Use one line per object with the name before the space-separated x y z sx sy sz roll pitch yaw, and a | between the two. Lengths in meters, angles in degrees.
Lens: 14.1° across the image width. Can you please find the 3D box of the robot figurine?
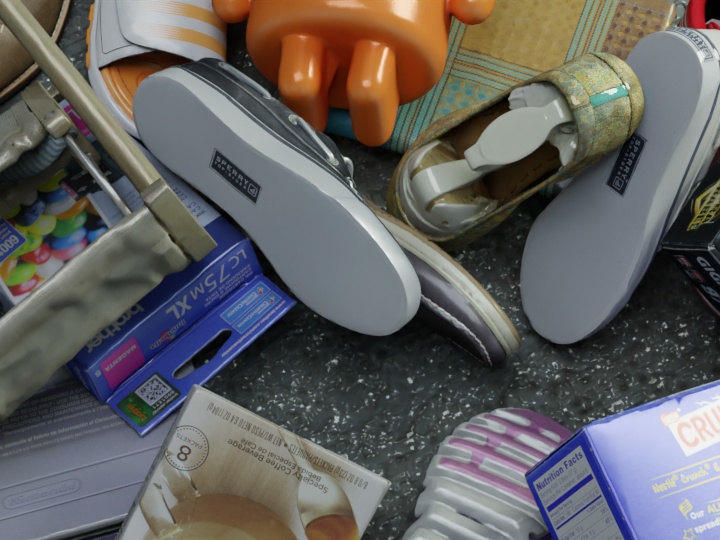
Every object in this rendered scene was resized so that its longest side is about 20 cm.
robot figurine | 0.001 -0.170 1.650 0.144 0.117 0.200 -16 56 41

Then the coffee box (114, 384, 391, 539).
coffee box | -0.080 0.172 1.496 0.114 0.080 0.200 26 87 -4

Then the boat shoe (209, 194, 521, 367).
boat shoe | 0.000 0.000 1.625 0.200 0.072 0.065 37 77 21

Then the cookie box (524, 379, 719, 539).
cookie box | 0.203 0.159 1.493 0.171 0.075 0.200 -15 73 -32

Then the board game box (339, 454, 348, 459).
board game box | -0.095 0.172 1.571 0.200 0.032 0.120 -10 70 -3

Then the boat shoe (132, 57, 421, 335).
boat shoe | -0.033 -0.045 1.581 0.200 0.072 0.068 39 41 20

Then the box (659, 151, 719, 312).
box | 0.271 -0.037 1.593 0.159 0.046 0.200 46 68 -25

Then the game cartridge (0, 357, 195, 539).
game cartridge | -0.177 0.105 1.578 0.200 0.038 0.130 -14 43 -8

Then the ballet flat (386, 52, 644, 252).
ballet flat | 0.068 -0.059 1.584 0.071 0.200 0.071 22 54 -35

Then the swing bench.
swing bench | -0.201 -0.013 1.541 0.199 0.130 0.200 -38 60 -1

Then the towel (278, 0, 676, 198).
towel | 0.068 -0.122 1.697 0.200 0.022 0.147 18 67 12

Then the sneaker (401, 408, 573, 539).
sneaker | 0.056 0.156 1.549 0.080 0.089 0.200 26 47 14

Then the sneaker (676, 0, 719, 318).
sneaker | 0.206 -0.069 1.621 0.078 0.116 0.200 -14 65 -4

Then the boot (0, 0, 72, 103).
boot | -0.228 -0.137 1.690 0.074 0.075 0.200 26 68 15

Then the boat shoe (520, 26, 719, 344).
boat shoe | 0.153 -0.047 1.600 0.066 0.200 0.072 -11 39 -47

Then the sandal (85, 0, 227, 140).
sandal | -0.116 -0.170 1.696 0.079 0.059 0.207 6 63 -25

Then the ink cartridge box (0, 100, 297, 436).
ink cartridge box | -0.141 -0.007 1.620 0.119 0.042 0.200 -40 56 -14
